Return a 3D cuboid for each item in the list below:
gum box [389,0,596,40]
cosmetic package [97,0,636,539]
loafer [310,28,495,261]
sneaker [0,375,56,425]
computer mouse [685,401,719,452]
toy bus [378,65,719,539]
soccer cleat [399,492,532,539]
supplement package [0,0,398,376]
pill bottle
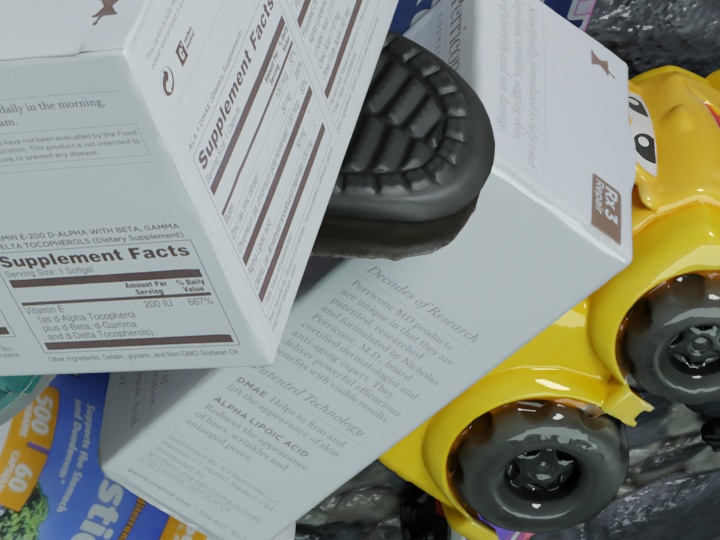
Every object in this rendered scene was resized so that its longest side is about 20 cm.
[{"bbox_3d":[-0.008,-0.114,0.830,0.198,0.067,0.114,-4,144,-17],"label":"gum box"},{"bbox_3d":[0.000,0.000,0.837,0.074,0.102,0.200,32,126,-23],"label":"cosmetic package"},{"bbox_3d":[-0.043,-0.033,0.766,0.199,0.073,0.072,9,141,31],"label":"loafer"},{"bbox_3d":[-0.195,0.030,0.907,0.199,0.072,0.080,-16,162,31],"label":"sneaker"},{"bbox_3d":[0.189,0.034,1.129,0.138,0.053,0.200,-29,143,19],"label":"computer mouse"},{"bbox_3d":[0.048,-0.015,0.956,0.191,0.136,0.200,31,124,-27],"label":"toy bus"},{"bbox_3d":[0.063,0.110,1.173,0.073,0.069,0.201,-12,143,-14],"label":"soccer cleat"},{"bbox_3d":[-0.111,-0.063,0.688,0.198,0.156,0.111,-3,135,22],"label":"supplement package"},{"bbox_3d":[-0.119,0.086,1.021,0.112,0.113,0.199,-35,141,24],"label":"pill bottle"}]
